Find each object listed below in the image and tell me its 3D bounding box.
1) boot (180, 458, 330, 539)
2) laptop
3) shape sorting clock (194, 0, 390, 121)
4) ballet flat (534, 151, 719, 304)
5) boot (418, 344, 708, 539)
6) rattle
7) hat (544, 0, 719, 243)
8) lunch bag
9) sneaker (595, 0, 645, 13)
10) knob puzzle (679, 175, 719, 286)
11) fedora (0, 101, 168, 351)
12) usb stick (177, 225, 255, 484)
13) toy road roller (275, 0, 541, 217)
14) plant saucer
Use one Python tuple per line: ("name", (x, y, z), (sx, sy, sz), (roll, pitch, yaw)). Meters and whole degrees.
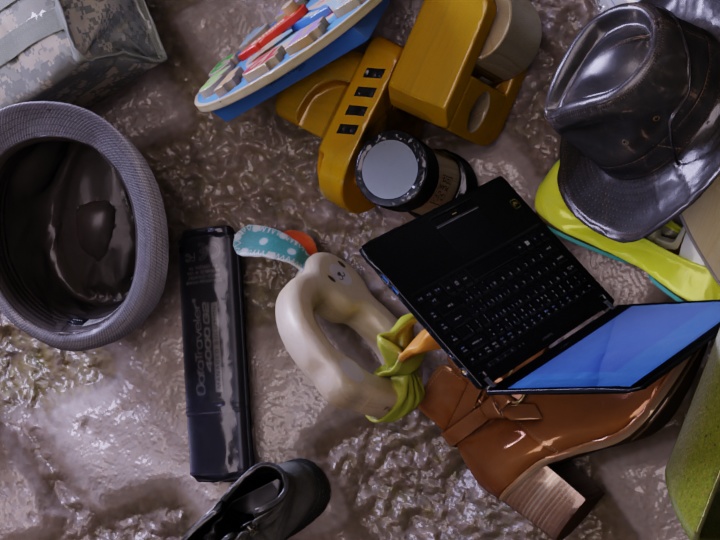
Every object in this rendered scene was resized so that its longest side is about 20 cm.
("boot", (-0.114, 0.212, 1.427), (0.068, 0.131, 0.200), (44, 100, 15))
("laptop", (0.135, 0.004, 1.281), (0.200, 0.177, 0.103), (49, 130, 12))
("shape sorting clock", (-0.042, -0.181, 1.402), (0.200, 0.200, 0.039), (-34, 110, 13))
("ballet flat", (0.216, -0.024, 1.368), (0.200, 0.067, 0.067), (30, 117, 19))
("boot", (0.145, 0.077, 1.387), (0.155, 0.074, 0.200), (43, 97, 19))
("rattle", (0.000, 0.000, 1.396), (0.143, 0.130, 0.200), (-61, 38, 39))
("hat", (0.179, -0.121, 1.289), (0.200, 0.081, 0.201), (-29, 53, 47))
("lunch bag", (-0.265, -0.220, 1.490), (0.164, 0.117, 0.201), (-26, 79, 35))
("sneaker", (0.195, -0.197, 1.389), (0.200, 0.075, 0.087), (43, 105, 15))
("knob puzzle", (0.298, -0.075, 1.339), (0.219, 0.030, 0.221), (0, 91, -8))
("fedora", (-0.217, -0.041, 1.489), (0.176, 0.090, 0.201), (-4, 104, 20))
("usb stick", (-0.113, 0.067, 1.488), (0.055, 0.033, 0.201), (-6, 85, 24))
("toy road roller", (0.029, -0.137, 1.409), (0.146, 0.123, 0.201), (28, 96, 22))
("plant saucer", (0.273, 0.086, 1.284), (0.048, 0.200, 0.200), (22, 93, 30))
